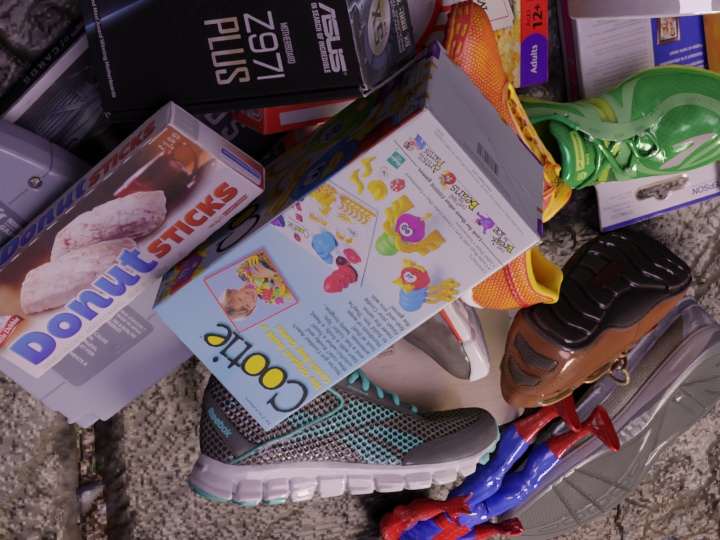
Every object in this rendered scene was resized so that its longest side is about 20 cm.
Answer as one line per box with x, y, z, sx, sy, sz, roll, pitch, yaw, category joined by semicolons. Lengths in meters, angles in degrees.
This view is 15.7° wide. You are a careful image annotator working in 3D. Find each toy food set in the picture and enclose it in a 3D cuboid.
0.005;0.041;1.657;0.200;0.060;0.144;-14;104;-19;toy food set

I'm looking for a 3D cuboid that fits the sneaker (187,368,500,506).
-0.008;0.089;1.590;0.200;0.078;0.091;-4;98;-22;sneaker

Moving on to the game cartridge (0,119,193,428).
-0.184;0.001;1.538;0.133;0.041;0.200;-34;124;22;game cartridge

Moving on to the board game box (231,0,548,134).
0.017;-0.173;1.555;0.200;0.046;0.152;-13;112;-26;board game box

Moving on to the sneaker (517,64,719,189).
0.143;-0.076;1.612;0.200;0.084;0.074;-8;115;6;sneaker

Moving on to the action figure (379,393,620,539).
0.076;0.151;1.699;0.200;0.052;0.065;-37;141;28;action figure

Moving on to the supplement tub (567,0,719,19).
0.178;-0.252;1.531;0.140;0.140;0.200;-7;98;-21;supplement tub

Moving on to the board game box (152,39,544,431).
-0.005;-0.020;1.481;0.200;0.103;0.105;-35;109;20;board game box

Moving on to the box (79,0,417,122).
-0.073;-0.193;1.433;0.163;0.086;0.200;-4;106;24;box

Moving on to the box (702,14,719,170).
0.280;-0.130;1.689;0.119;0.041;0.200;-28;119;-32;box

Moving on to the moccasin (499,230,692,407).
0.150;0.034;1.662;0.074;0.201;0.078;34;125;10;moccasin

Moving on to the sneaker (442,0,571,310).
0.085;-0.070;1.547;0.077;0.073;0.200;-4;121;13;sneaker

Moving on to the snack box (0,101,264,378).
-0.147;-0.015;1.481;0.072;0.024;0.200;34;123;-29;snack box

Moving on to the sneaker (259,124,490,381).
0.000;0.000;1.587;0.082;0.077;0.200;-37;108;13;sneaker

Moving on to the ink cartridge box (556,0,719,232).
0.179;-0.130;1.666;0.095;0.037;0.200;-17;115;-16;ink cartridge box

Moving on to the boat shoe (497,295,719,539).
0.165;0.102;1.748;0.202;0.065;0.074;-45;140;5;boat shoe

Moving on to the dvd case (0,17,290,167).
-0.127;-0.089;1.556;0.200;0.025;0.150;-45;122;0;dvd case
